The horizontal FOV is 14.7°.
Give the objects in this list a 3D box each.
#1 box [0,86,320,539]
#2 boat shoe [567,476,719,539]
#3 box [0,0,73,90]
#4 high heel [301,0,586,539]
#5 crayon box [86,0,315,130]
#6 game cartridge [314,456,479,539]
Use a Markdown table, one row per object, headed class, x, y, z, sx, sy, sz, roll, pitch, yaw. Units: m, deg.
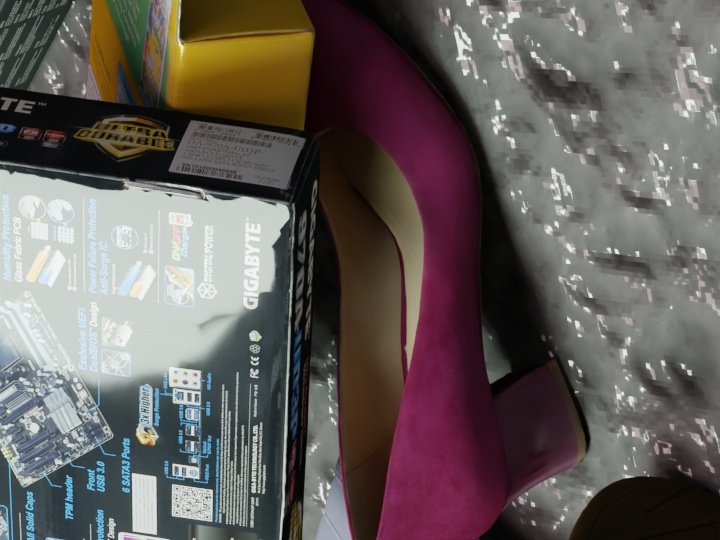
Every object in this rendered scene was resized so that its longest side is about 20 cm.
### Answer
| class | x | y | z | sx | sy | sz | roll | pitch | yaw |
| --- | --- | --- | --- | --- | --- | --- | --- | --- | --- |
| box | -0.098 | 0.035 | 0.974 | 0.159 | 0.046 | 0.200 | 8 | 125 | 8 |
| boat shoe | 0.072 | 0.155 | 0.895 | 0.073 | 0.200 | 0.065 | 18 | 138 | 22 |
| box | -0.198 | -0.135 | 1.189 | 0.160 | 0.044 | 0.200 | 56 | 144 | 13 |
| high heel | 0.000 | 0.000 | 0.965 | 0.200 | 0.096 | 0.067 | 61 | 145 | 6 |
| crayon box | -0.061 | -0.063 | 1.009 | 0.126 | 0.052 | 0.200 | -114 | 24 | -47 |
| game cartridge | 0.033 | 0.170 | 1.031 | 0.200 | 0.038 | 0.130 | 54 | 136 | 41 |
